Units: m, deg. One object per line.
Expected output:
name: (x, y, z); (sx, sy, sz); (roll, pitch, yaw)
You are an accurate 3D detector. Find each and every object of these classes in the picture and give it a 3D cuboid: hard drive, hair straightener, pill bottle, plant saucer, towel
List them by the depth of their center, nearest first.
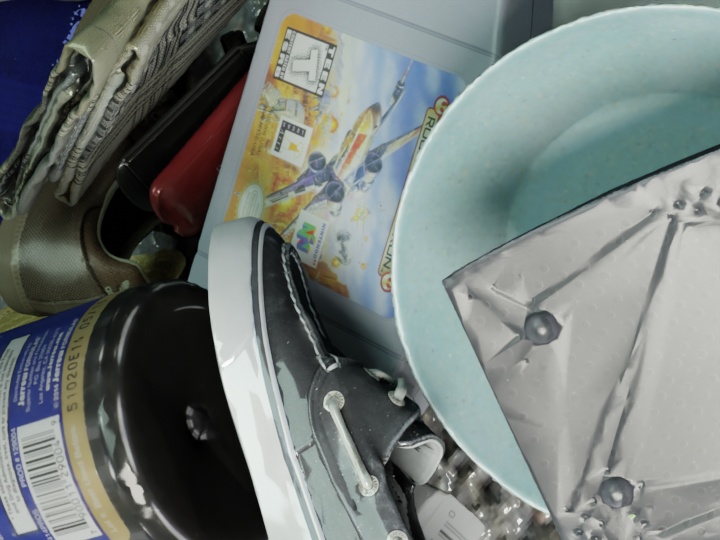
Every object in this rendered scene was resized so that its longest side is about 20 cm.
hard drive: (0.142, 0.017, 0.674); (0.199, 0.042, 0.136); (-22, 103, 21)
plant saucer: (0.111, 0.000, 0.720); (0.199, 0.039, 0.203); (4, 111, 11)
pill bottle: (-0.136, 0.081, 0.795); (0.199, 0.112, 0.113); (-18, 68, 29)
towel: (-0.071, -0.109, 0.839); (0.200, 0.035, 0.192); (-50, 5, -26)
hair straightener: (-0.042, -0.108, 0.903); (0.201, 0.041, 0.077); (-54, 39, -7)
towel: (-0.186, -0.100, 1.075); (0.147, 0.049, 0.202); (14, 90, 37)

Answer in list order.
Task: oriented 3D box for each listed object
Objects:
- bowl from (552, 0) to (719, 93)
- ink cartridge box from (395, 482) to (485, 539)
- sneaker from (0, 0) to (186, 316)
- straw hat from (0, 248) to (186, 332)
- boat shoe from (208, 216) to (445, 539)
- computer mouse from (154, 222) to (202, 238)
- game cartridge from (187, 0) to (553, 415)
bowl: (0.115, -0.156, 0.782); (0.199, 0.074, 0.202); (-6, 77, 42)
ink cartridge box: (-0.076, 0.141, 0.815); (0.200, 0.047, 0.198); (24, 76, 49)
sneaker: (-0.104, -0.060, 0.957); (0.075, 0.071, 0.201); (4, 57, 21)
straw hat: (-0.150, 0.074, 0.963); (0.200, 0.201, 0.085); (-16, 110, 40)
boat shoe: (-0.004, 0.066, 0.725); (0.067, 0.072, 0.201); (-20, 64, 8)
computer mouse: (-0.043, -0.061, 0.936); (0.199, 0.034, 0.059); (-24, 65, 38)
game cartridge: (0.003, -0.041, 0.790); (0.133, 0.041, 0.201); (27, 104, 45)
